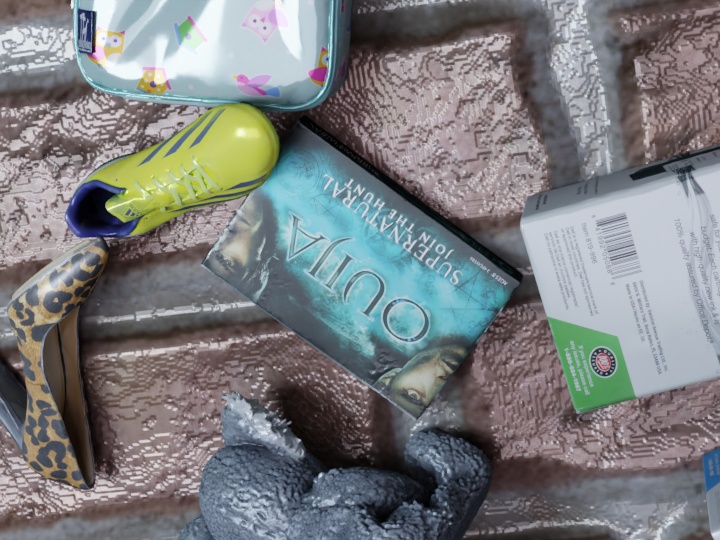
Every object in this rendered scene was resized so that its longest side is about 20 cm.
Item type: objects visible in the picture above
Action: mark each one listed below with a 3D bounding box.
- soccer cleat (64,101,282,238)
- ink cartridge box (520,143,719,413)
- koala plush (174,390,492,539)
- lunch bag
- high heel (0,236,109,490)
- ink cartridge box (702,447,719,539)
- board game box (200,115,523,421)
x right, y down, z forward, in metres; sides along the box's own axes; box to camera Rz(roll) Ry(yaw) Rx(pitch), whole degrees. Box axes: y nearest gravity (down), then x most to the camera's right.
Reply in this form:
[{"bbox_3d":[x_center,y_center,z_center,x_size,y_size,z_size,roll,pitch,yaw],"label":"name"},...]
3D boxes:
[{"bbox_3d":[-0.132,-0.061,1.100,0.200,0.084,0.065,-17,107,46],"label":"soccer cleat"},{"bbox_3d":[0.226,-0.002,1.091,0.199,0.083,0.147,-14,102,13],"label":"ink cartridge box"},{"bbox_3d":[-0.035,0.185,1.154,0.199,0.184,0.178,26,108,14],"label":"koala plush"},{"bbox_3d":[-0.105,-0.197,1.099,0.199,0.077,0.161,7,107,7],"label":"lunch bag"},{"bbox_3d":[-0.208,0.072,1.187,0.143,0.071,0.200,48,125,2],"label":"high heel"},{"bbox_3d":[0.358,0.172,1.083,0.199,0.147,0.147,-27,98,15],"label":"ink cartridge box"},{"bbox_3d":[0.000,0.000,1.160,0.200,0.028,0.136,35,107,-1],"label":"board game box"}]
